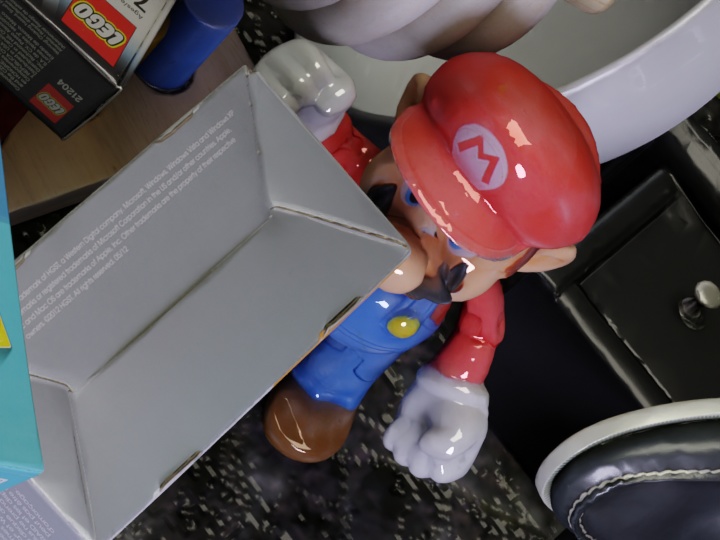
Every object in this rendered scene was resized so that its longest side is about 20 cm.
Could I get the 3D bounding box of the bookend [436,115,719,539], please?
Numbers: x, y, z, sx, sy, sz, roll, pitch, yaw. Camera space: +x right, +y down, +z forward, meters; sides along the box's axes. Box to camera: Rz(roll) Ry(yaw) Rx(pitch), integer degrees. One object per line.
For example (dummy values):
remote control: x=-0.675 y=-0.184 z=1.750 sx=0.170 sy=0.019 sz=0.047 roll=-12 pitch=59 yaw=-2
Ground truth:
bookend: x=0.099 y=0.075 z=1.091 sx=0.198 sy=0.092 sz=0.200 roll=-36 pitch=86 yaw=-39

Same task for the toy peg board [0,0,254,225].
toy peg board: x=-0.133 y=-0.127 z=1.049 sx=0.198 sy=0.098 sz=0.201 roll=-21 pitch=78 yaw=-37

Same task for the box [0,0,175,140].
box: x=-0.140 y=-0.145 z=0.968 sx=0.200 sy=0.035 sz=0.110 roll=42 pitch=40 yaw=-16

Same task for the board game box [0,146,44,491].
board game box: x=-0.162 y=-0.018 z=0.807 sx=0.047 sy=0.150 sz=0.201 roll=15 pitch=57 yaw=-47

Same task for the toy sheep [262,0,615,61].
toy sheep: x=0.012 y=-0.133 z=0.995 sx=0.199 sy=0.138 sz=0.139 roll=19 pitch=56 yaw=-34

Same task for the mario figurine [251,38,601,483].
mario figurine: x=0.000 y=0.000 z=0.998 sx=0.123 sy=0.200 sz=0.107 roll=16 pitch=57 yaw=-24

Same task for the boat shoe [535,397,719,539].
boat shoe: x=0.150 y=0.095 z=1.004 sx=0.198 sy=0.075 sz=0.066 roll=15 pitch=46 yaw=-33

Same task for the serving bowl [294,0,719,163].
serving bowl: x=0.077 y=-0.096 z=1.126 sx=0.201 sy=0.199 sz=0.066 roll=-58 pitch=133 yaw=-38

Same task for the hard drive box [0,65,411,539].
hard drive box: x=-0.098 y=0.047 z=0.913 sx=0.077 sy=0.200 sz=0.156 roll=48 pitch=51 yaw=-1

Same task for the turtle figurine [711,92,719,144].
turtle figurine: x=0.168 y=-0.024 z=1.163 sx=0.064 sy=0.201 sz=0.161 roll=-30 pitch=56 yaw=-33
